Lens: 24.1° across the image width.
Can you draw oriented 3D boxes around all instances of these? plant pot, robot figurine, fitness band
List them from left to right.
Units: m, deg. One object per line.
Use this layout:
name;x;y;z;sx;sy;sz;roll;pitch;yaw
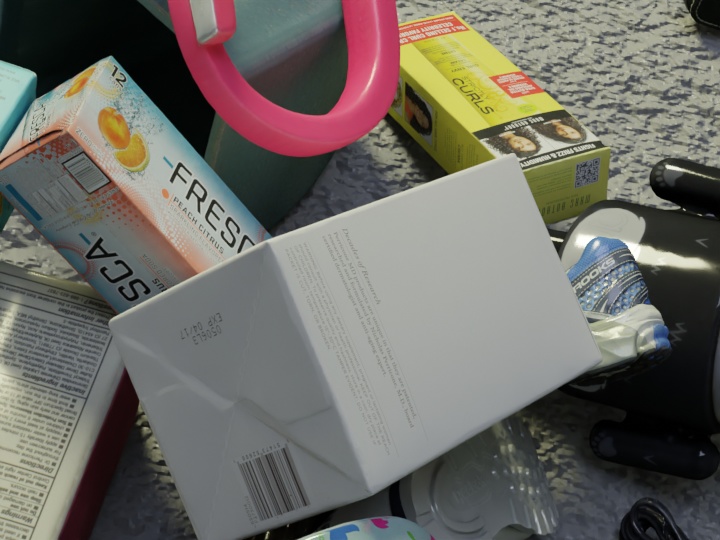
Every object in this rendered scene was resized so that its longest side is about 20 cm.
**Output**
plant pot;-0.089;-0.143;1.047;0.196;0.197;0.200;42;51;20
fitness band;-0.042;-0.160;0.912;0.143;0.037;0.201;6;73;-45
robot figurine;0.185;0.028;0.997;0.199;0.151;0.125;13;37;27

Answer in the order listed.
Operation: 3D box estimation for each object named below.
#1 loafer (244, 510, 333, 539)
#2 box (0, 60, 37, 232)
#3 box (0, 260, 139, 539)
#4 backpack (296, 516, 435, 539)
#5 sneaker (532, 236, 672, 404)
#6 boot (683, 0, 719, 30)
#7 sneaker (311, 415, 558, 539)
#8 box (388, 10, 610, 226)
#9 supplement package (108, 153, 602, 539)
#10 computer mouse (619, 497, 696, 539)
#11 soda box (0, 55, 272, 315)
loafer;-0.049;0.117;0.933;0.071;0.073;0.201;9;45;4
box;-0.222;-0.014;0.842;0.049;0.082;0.201;18;51;3
box;-0.200;0.106;0.875;0.127;0.109;0.201;16;51;1
backpack;-0.017;0.203;0.764;0.177;0.200;0.151;-24;55;-2
sneaker;0.080;0.033;0.955;0.077;0.199;0.086;6;69;-55
boot;0.341;-0.154;1.223;0.202;0.074;0.154;5;55;-7
sneaker;0.043;0.125;0.909;0.200;0.080;0.077;3;60;-62
box;0.079;-0.100;1.098;0.075;0.050;0.200;-15;38;-20
supplement package;0.004;0.035;0.821;0.200;0.121;0.120;-22;88;-49
computer mouse;0.125;0.208;0.912;0.199;0.044;0.110;-28;56;-30
soda box;-0.097;-0.010;0.877;0.200;0.063;0.069;50;36;-25
